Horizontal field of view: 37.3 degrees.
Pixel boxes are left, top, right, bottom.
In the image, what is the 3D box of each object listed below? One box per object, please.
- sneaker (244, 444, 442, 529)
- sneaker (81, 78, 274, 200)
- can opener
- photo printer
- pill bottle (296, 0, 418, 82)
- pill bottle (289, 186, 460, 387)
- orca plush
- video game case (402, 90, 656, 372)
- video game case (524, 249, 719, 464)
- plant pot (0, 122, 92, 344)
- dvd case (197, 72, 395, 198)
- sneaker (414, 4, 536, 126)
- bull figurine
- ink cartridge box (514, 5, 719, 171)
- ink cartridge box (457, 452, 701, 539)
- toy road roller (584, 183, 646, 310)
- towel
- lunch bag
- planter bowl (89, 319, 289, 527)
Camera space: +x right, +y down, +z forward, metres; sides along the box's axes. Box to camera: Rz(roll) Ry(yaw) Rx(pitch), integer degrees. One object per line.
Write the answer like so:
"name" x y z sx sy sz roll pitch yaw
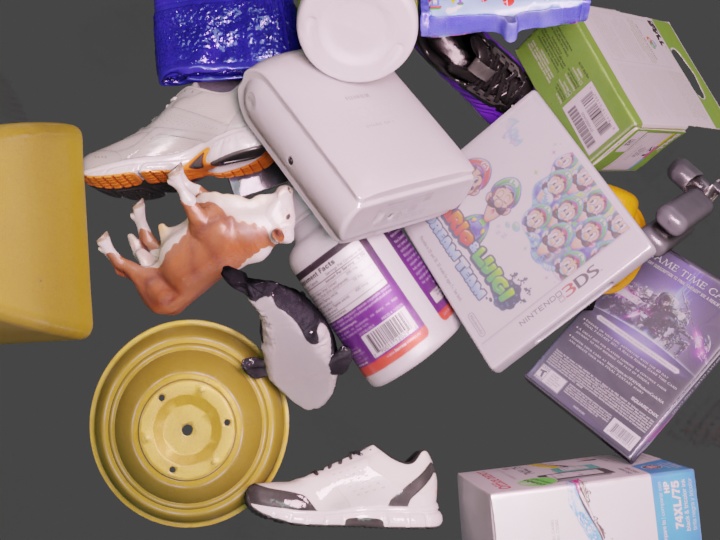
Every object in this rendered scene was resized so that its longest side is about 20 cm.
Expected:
"sneaker" -0.017 0.211 1.046 0.196 0.074 0.082 3 81 -15
"sneaker" -0.179 -0.131 1.040 0.196 0.076 0.094 -12 75 1
"can opener" 0.308 -0.067 1.053 0.067 0.199 0.054 46 120 14
"photo printer" -0.009 -0.129 0.992 0.165 0.070 0.201 -16 59 -39
"pill bottle" -0.002 -0.279 1.007 0.109 0.112 0.202 8 43 -7
"pill bottle" 0.000 0.000 1.034 0.111 0.111 0.202 -35 91 -8
"orca plush" -0.072 0.049 1.009 0.104 0.200 0.072 -20 47 20
"video game case" 0.145 -0.039 0.995 0.181 0.024 0.202 -39 61 14
"video game case" 0.280 0.074 1.068 0.200 0.019 0.142 -46 52 -8
"plant pot" -0.365 -0.034 0.935 0.196 0.176 0.204 -4 87 7
"dvd case" -0.058 -0.174 1.084 0.197 0.016 0.151 -19 89 -8
"sneaker" 0.124 -0.192 1.059 0.199 0.100 0.070 38 100 -1
"bull figurine" -0.152 -0.033 0.998 0.199 0.065 0.122 -37 102 27
"ink cartridge box" 0.270 -0.180 1.074 0.198 0.076 0.150 -4 62 -44
"ink cartridge box" 0.207 0.265 1.027 0.196 0.147 0.149 -5 88 -8
"toy road roller" 0.185 -0.048 1.042 0.197 0.146 0.125 22 84 -5
"towel" -0.137 -0.287 1.055 0.145 0.050 0.204 -5 83 -7
"lunch bag" 0.126 -0.268 0.989 0.147 0.095 0.202 -3 43 3
"planter bowl" -0.164 0.149 1.019 0.196 0.083 0.205 0 87 -7
